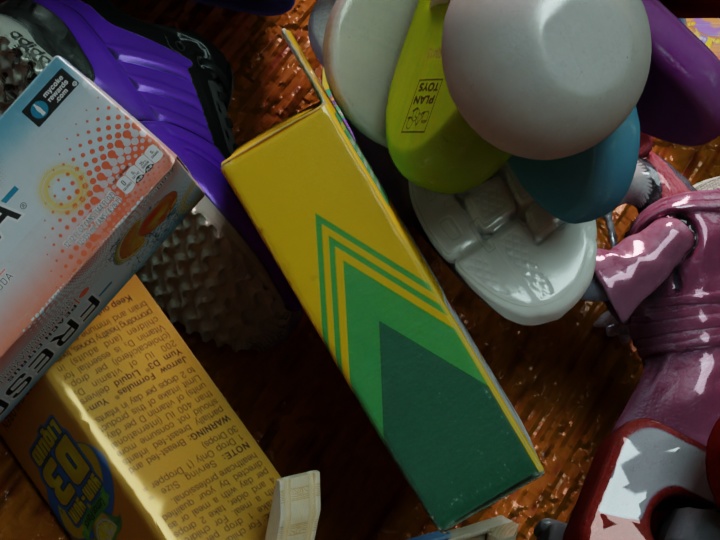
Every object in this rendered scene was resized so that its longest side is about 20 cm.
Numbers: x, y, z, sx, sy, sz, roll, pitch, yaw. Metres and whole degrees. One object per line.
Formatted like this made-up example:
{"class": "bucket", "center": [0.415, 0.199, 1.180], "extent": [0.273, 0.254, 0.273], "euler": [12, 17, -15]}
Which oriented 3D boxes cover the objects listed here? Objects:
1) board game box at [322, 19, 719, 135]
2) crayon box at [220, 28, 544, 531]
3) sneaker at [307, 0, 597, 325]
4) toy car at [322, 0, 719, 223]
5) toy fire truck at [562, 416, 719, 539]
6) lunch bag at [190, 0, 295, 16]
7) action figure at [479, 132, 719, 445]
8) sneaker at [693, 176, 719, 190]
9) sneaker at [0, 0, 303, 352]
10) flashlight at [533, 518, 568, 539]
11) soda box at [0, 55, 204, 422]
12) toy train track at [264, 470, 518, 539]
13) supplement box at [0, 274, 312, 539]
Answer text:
{"class": "board game box", "center": [0.068, -0.121, 1.180], "extent": [0.200, 0.039, 0.158], "euler": [-30, 51, 1]}
{"class": "crayon box", "center": [0.000, 0.000, 1.037], "extent": [0.052, 0.126, 0.200], "euler": [-30, 94, 2]}
{"class": "sneaker", "center": [0.045, -0.045, 1.108], "extent": [0.077, 0.082, 0.200], "euler": [-22, 54, -10]}
{"class": "toy car", "center": [0.091, -0.108, 1.013], "extent": [0.150, 0.175, 0.200], "euler": [30, 80, -23]}
{"class": "toy fire truck", "center": [0.170, 0.152, 1.004], "extent": [0.200, 0.112, 0.168], "euler": [27, 61, -6]}
{"class": "lunch bag", "center": [-0.087, -0.189, 1.140], "extent": [0.170, 0.200, 0.124], "euler": [11, 86, -20]}
{"class": "action figure", "center": [0.148, 0.028, 1.121], "extent": [0.134, 0.149, 0.200], "euler": [-15, 95, -58]}
{"class": "sneaker", "center": [0.227, -0.038, 1.248], "extent": [0.200, 0.085, 0.078], "euler": [-22, 71, -33]}
{"class": "sneaker", "center": [-0.082, -0.058, 1.127], "extent": [0.200, 0.070, 0.099], "euler": [46, 50, 8]}
{"class": "flashlight", "center": [0.159, 0.169, 1.100], "extent": [0.200, 0.068, 0.068], "euler": [20, 87, -7]}
{"class": "soda box", "center": [-0.154, 0.017, 0.983], "extent": [0.068, 0.064, 0.200], "euler": [41, 86, 12]}
{"class": "toy train track", "center": [0.004, 0.133, 1.030], "extent": [0.033, 0.115, 0.200], "euler": [25, 23, 37]}
{"class": "supplement box", "center": [-0.107, 0.054, 1.045], "extent": [0.069, 0.067, 0.200], "euler": [-29, 74, -36]}
